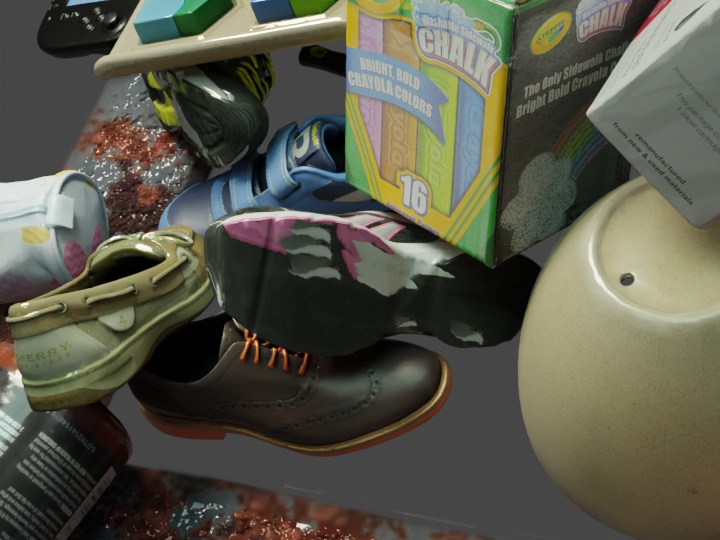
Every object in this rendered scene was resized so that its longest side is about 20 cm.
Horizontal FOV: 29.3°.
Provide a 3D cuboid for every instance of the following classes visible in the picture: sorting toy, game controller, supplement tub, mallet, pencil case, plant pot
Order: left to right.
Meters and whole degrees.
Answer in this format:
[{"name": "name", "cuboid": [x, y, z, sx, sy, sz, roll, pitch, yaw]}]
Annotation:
[{"name": "supplement tub", "cuboid": [-0.227, 0.146, 0.778, 0.107, 0.107, 0.200, 25, 66, 31]}, {"name": "pencil case", "cuboid": [-0.268, -0.020, 0.921, 0.199, 0.091, 0.083, -3, 54, 16]}, {"name": "game controller", "cuboid": [-0.184, -0.246, 1.086, 0.104, 0.042, 0.201, 3, 56, 21]}, {"name": "sorting toy", "cuboid": [-0.062, -0.193, 0.883, 0.184, 0.037, 0.200, -6, 36, 20]}, {"name": "mallet", "cuboid": [0.032, -0.118, 0.928, 0.199, 0.041, 0.066, 14, 58, 31]}, {"name": "plant pot", "cuboid": [0.170, 0.024, 0.714, 0.199, 0.135, 0.201, -10, 53, 13]}]

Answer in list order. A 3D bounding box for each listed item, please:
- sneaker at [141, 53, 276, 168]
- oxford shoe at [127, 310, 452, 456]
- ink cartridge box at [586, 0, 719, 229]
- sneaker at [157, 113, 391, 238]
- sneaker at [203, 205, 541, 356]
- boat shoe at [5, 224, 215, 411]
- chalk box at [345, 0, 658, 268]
[{"name": "sneaker", "cuboid": [-0.092, -0.129, 0.919, 0.084, 0.075, 0.200, -28, 26, -12]}, {"name": "oxford shoe", "cuboid": [-0.048, 0.061, 0.799, 0.199, 0.073, 0.071, -4, 54, 16]}, {"name": "ink cartridge box", "cuboid": [0.214, -0.129, 0.615, 0.083, 0.200, 0.145, 44, 45, -6]}, {"name": "sneaker", "cuboid": [-0.042, -0.057, 0.877, 0.199, 0.082, 0.074, -15, 53, 11]}, {"name": "sneaker", "cuboid": [0.000, 0.000, 0.792, 0.086, 0.199, 0.081, 47, 122, 59]}, {"name": "boat shoe", "cuboid": [-0.137, 0.009, 0.784, 0.073, 0.063, 0.201, -9, 20, 23]}, {"name": "chalk box", "cuboid": [0.074, -0.129, 0.740, 0.124, 0.201, 0.124, -26, 43, -35]}]
